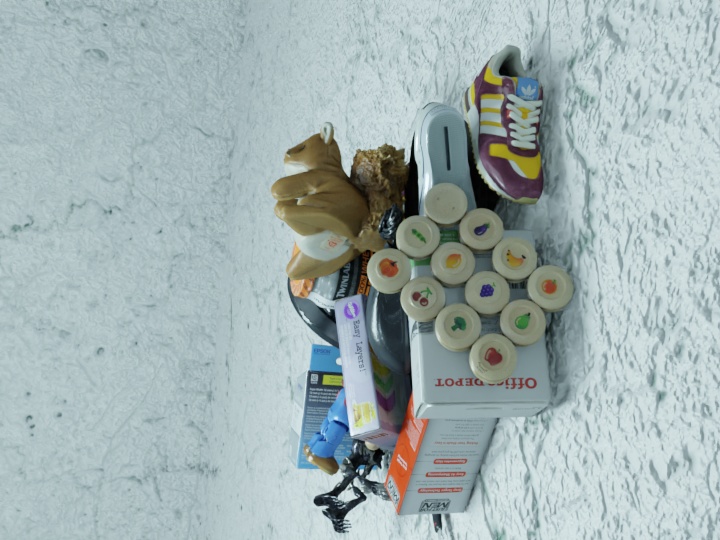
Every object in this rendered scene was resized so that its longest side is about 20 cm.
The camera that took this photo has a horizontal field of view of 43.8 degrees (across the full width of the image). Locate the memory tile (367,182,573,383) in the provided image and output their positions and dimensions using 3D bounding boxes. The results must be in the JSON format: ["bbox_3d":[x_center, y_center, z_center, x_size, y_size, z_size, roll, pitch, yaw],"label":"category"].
[{"bbox_3d":[0.118,0.009,0.969,0.153,0.199,0.017,-46,-18,-13],"label":"memory tile"}]

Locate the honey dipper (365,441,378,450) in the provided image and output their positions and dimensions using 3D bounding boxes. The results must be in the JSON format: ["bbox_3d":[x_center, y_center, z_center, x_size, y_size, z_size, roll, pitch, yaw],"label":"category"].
[{"bbox_3d":[0.034,0.232,1.281,0.200,0.037,0.039,0,-84,-79],"label":"honey dipper"}]

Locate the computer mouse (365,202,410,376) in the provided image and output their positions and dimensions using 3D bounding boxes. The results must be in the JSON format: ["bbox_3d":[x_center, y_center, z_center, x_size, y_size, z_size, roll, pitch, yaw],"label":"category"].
[{"bbox_3d":[0.031,0.026,1.085,0.138,0.052,0.204,46,-139,-86],"label":"computer mouse"}]

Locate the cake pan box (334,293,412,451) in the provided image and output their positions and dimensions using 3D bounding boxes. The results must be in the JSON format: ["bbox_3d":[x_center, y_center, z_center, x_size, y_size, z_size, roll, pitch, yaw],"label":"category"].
[{"bbox_3d":[0.040,0.147,1.215,0.052,0.199,0.187,-17,64,24],"label":"cake pan box"}]

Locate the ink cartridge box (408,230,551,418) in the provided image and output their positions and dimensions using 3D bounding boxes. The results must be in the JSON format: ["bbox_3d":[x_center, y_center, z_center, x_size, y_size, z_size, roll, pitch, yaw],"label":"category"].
[{"bbox_3d":[0.127,0.062,1.008,0.085,0.143,0.204,100,169,-68],"label":"ink cartridge box"}]

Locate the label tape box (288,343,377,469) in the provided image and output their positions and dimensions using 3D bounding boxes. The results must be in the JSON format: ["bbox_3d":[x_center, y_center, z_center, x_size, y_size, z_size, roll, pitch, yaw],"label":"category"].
[{"bbox_3d":[-0.035,0.221,1.474,0.066,0.141,0.204,-164,80,-71],"label":"label tape box"}]

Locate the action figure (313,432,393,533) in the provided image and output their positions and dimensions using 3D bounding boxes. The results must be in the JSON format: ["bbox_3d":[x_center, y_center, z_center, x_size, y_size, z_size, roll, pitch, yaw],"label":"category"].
[{"bbox_3d":[0.013,0.306,1.375,0.200,0.101,0.120,-51,-42,-42],"label":"action figure"}]

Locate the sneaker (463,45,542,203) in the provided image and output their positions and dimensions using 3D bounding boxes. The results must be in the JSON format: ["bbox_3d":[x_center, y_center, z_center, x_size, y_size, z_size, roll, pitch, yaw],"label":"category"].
[{"bbox_3d":[0.176,-0.172,1.040,0.090,0.074,0.202,-55,38,44],"label":"sneaker"}]

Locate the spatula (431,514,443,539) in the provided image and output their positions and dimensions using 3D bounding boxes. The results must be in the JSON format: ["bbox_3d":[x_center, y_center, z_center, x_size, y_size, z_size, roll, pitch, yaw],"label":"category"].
[{"bbox_3d":[0.112,0.357,1.180,0.202,0.020,0.057,-102,23,-44],"label":"spatula"}]

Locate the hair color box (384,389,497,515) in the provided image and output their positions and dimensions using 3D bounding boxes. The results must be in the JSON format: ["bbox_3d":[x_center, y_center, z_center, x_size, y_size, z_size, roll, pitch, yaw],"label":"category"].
[{"bbox_3d":[0.105,0.208,1.119,0.061,0.100,0.203,-124,43,-56],"label":"hair color box"}]

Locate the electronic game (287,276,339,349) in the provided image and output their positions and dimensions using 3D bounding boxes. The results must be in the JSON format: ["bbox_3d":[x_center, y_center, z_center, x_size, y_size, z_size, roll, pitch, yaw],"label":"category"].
[{"bbox_3d":[-0.029,0.057,1.426,0.042,0.198,0.202,-53,33,30],"label":"electronic game"}]

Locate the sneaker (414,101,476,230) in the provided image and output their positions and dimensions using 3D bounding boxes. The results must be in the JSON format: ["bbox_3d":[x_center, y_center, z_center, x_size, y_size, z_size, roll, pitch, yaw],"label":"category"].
[{"bbox_3d":[0.101,-0.103,1.073,0.071,0.072,0.203,-103,11,-64],"label":"sneaker"}]

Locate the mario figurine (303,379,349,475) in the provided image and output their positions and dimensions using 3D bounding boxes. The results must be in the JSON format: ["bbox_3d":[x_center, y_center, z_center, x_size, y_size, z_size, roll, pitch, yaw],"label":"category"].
[{"bbox_3d":[0.002,0.207,1.323,0.123,0.106,0.202,31,90,44],"label":"mario figurine"}]

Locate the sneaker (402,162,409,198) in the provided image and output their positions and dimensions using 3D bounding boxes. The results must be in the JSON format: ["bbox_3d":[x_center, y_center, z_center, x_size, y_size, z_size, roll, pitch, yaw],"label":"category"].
[{"bbox_3d":[0.062,-0.125,1.367,0.200,0.089,0.076,131,141,-61],"label":"sneaker"}]

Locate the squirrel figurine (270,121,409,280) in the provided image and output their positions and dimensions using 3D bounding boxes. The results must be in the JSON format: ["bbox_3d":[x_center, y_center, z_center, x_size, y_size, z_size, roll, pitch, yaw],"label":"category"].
[{"bbox_3d":[-0.027,-0.111,1.247,0.143,0.196,0.189,78,-174,-51],"label":"squirrel figurine"}]

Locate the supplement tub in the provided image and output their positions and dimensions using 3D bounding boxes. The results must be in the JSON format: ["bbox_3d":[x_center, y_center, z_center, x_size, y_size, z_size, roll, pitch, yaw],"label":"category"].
[{"bbox_3d":[0.000,0.000,1.346,0.122,0.196,0.125,-175,90,-71],"label":"supplement tub"}]

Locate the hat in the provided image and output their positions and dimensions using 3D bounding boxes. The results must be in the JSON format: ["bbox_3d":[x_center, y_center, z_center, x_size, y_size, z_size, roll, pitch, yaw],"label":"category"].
[{"bbox_3d":[0.132,-0.112,1.173,0.200,0.080,0.205,178,90,-66],"label":"hat"}]
